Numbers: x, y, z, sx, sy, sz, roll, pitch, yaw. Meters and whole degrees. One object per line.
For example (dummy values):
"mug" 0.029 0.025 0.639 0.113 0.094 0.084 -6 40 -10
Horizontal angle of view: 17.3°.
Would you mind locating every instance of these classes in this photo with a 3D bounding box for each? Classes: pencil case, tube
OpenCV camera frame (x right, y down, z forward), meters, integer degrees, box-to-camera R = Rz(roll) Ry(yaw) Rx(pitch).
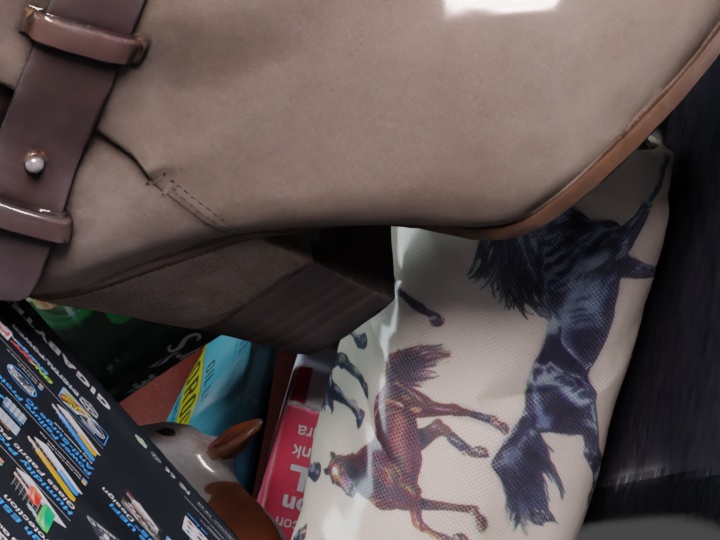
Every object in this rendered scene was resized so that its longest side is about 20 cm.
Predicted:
"pencil case" 0.023 0.042 0.618 0.089 0.078 0.201 33 111 63
"tube" -0.056 0.077 0.811 0.078 0.050 0.200 -89 15 -45

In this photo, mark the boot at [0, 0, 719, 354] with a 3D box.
"boot" -0.019 -0.059 0.508 0.200 0.146 0.070 -44 35 22

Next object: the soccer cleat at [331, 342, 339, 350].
"soccer cleat" 0.000 0.000 0.787 0.200 0.068 0.073 -22 42 47

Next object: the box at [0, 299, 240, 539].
"box" -0.041 0.099 0.502 0.046 0.200 0.159 -40 8 8

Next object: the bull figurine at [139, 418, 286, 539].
"bull figurine" -0.041 0.138 0.684 0.065 0.200 0.121 -23 6 37

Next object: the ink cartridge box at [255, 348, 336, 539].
"ink cartridge box" -0.009 0.138 0.809 0.145 0.084 0.201 -84 8 -84

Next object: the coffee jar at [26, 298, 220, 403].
"coffee jar" -0.057 -0.021 0.692 0.200 0.085 0.104 -32 12 4

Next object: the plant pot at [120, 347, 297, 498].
"plant pot" -0.026 0.014 0.972 0.201 0.200 0.196 -80 -4 -71
